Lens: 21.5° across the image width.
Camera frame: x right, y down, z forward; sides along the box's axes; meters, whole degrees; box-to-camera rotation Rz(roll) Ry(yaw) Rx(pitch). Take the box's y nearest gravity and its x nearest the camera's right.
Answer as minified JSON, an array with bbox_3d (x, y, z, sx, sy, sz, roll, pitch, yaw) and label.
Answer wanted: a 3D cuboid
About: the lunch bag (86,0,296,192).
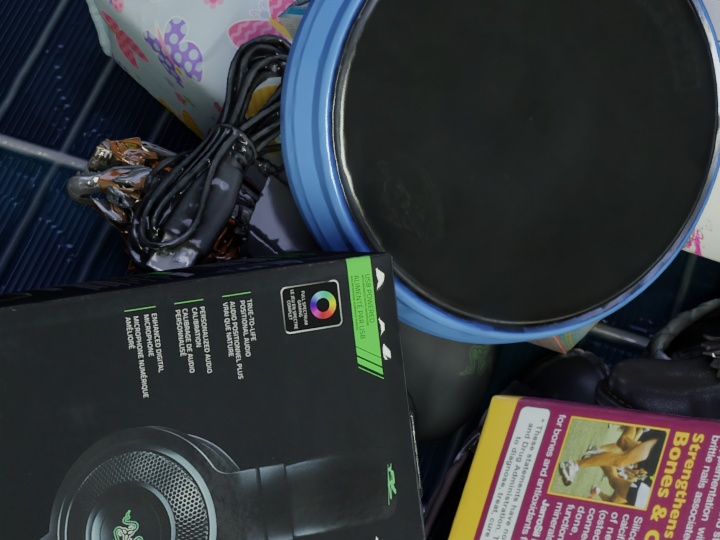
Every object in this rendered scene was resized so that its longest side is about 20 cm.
[{"bbox_3d":[-0.015,-0.147,0.969,0.200,0.127,0.170,-43,68,-13],"label":"lunch bag"}]

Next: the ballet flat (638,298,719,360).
[{"bbox_3d":[0.217,0.020,0.912,0.200,0.057,0.066,-30,65,-19],"label":"ballet flat"}]

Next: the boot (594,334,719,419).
[{"bbox_3d":[0.198,-0.010,0.805,0.200,0.174,0.069,1,13,14],"label":"boot"}]

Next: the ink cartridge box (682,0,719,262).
[{"bbox_3d":[0.189,-0.081,0.928,0.200,0.084,0.145,20,49,23],"label":"ink cartridge box"}]

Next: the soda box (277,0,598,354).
[{"bbox_3d":[0.050,-0.058,0.873,0.064,0.200,0.068,-42,25,-16],"label":"soda box"}]

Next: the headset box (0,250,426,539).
[{"bbox_3d":[-0.072,0.088,0.730,0.200,0.093,0.174,-8,94,-24],"label":"headset box"}]

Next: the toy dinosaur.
[{"bbox_3d":[-0.058,0.019,0.884,0.200,0.102,0.136,26,47,17],"label":"toy dinosaur"}]

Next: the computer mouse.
[{"bbox_3d":[0.000,0.000,0.844,0.200,0.053,0.139,46,55,-24],"label":"computer mouse"}]

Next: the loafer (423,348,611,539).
[{"bbox_3d":[0.065,0.109,0.846,0.072,0.063,0.200,28,61,14],"label":"loafer"}]

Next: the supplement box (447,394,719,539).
[{"bbox_3d":[0.136,0.132,0.743,0.200,0.103,0.131,5,70,44],"label":"supplement box"}]

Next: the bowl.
[{"bbox_3d":[0.066,-0.066,0.807,0.201,0.039,0.201,-3,99,-19],"label":"bowl"}]
